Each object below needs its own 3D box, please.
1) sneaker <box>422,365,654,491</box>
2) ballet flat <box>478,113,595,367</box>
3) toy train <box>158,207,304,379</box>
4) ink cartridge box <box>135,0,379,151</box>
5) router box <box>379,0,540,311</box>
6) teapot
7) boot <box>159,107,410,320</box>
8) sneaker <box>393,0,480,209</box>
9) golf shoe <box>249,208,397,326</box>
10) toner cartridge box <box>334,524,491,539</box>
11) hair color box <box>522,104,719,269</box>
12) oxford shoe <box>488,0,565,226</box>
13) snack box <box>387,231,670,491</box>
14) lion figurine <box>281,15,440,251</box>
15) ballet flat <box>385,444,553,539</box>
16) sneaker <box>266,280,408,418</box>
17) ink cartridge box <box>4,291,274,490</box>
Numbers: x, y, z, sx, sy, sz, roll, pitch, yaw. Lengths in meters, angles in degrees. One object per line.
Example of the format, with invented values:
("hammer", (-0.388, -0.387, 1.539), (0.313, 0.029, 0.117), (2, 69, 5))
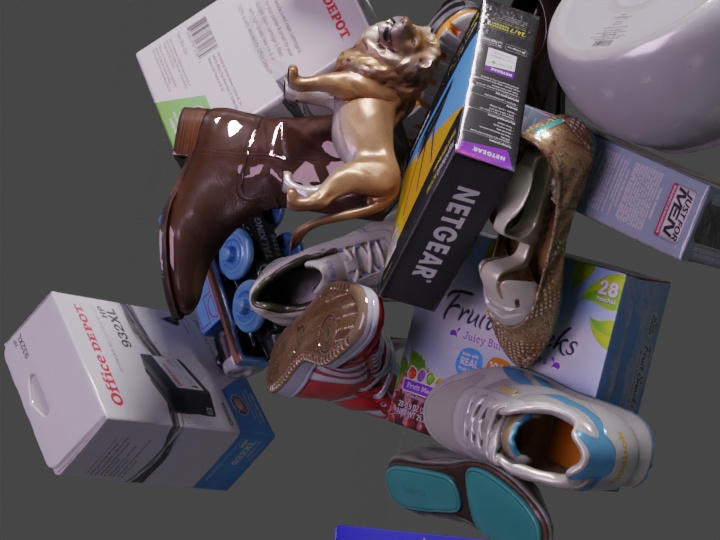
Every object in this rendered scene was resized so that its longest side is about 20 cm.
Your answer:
("sneaker", (0.116, 0.113, 1.527), (0.200, 0.081, 0.077), (9, 93, 44))
("ballet flat", (0.118, -0.020, 1.527), (0.070, 0.065, 0.200), (29, 117, 43))
("toy train", (-0.107, 0.005, 1.852), (0.114, 0.087, 0.200), (-42, 57, 40))
("ink cartridge box", (-0.077, -0.175, 1.800), (0.200, 0.084, 0.146), (-32, 52, 10))
("router box", (0.074, -0.084, 1.563), (0.200, 0.051, 0.149), (116, 169, -54))
("teapot", (0.245, -0.154, 1.510), (0.197, 0.146, 0.200), (-29, 28, 14))
("boot", (-0.057, -0.046, 1.686), (0.199, 0.064, 0.187), (4, 82, 10))
("sneaker", (0.058, -0.138, 1.737), (0.200, 0.078, 0.077), (-59, 23, 23))
("golf shoe", (0.000, 0.000, 1.711), (0.200, 0.097, 0.078), (-24, 87, 15))
("toner cartridge box", (0.060, 0.259, 1.667), (0.200, 0.043, 0.095), (0, 82, 43))
("hair color box", (0.203, -0.061, 1.556), (0.200, 0.099, 0.061), (30, 102, 42))
("oxford shoe", (0.122, -0.132, 1.659), (0.073, 0.084, 0.201), (10, 90, 42))
("snack box", (0.129, 0.065, 1.623), (0.200, 0.068, 0.169), (18, 95, 42))
("lion figurine", (0.001, -0.106, 1.628), (0.072, 0.122, 0.200), (112, 161, -71))
("ballet flat", (0.098, 0.170, 1.624), (0.200, 0.064, 0.068), (10, 115, 53))
("sneaker", (0.007, 0.066, 1.687), (0.200, 0.112, 0.071), (143, 138, -62))
("ink cartridge box", (-0.194, 0.108, 1.827), (0.084, 0.200, 0.145), (-47, 54, 27))
